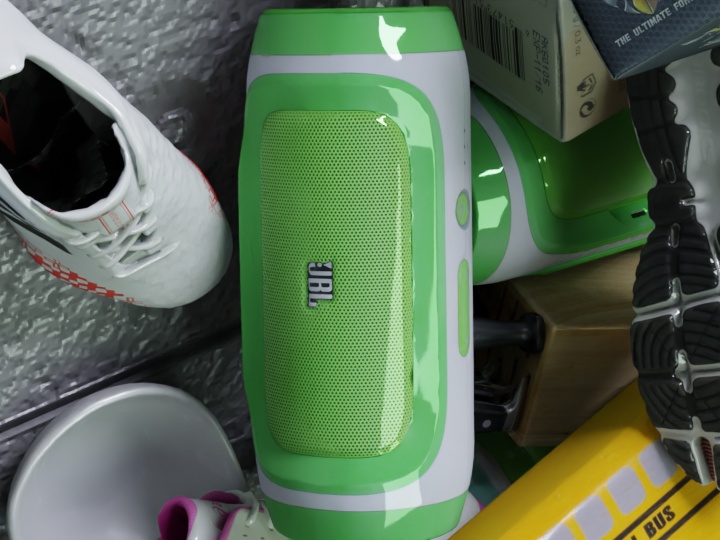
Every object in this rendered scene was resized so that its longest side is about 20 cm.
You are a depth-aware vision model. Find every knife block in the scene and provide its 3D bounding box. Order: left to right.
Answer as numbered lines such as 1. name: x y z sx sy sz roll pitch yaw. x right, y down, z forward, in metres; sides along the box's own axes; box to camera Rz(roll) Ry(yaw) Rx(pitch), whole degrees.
1. knife block: 0.095 0.040 0.876 0.176 0.200 0.064 -43 150 -58

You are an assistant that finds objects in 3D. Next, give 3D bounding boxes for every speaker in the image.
1. speaker: 0.000 0.000 0.764 0.088 0.088 0.200 -7 100 -39
2. speaker: 0.105 -0.052 0.878 0.200 0.088 0.089 -16 129 -34

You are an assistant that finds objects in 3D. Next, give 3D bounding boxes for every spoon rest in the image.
1. spoon rest: -0.076 0.114 0.856 0.099 0.061 0.200 -49 140 -2

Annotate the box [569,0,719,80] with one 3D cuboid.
1. box: 0.185 -0.139 0.656 0.158 0.051 0.200 -23 173 -46

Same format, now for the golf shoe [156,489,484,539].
1. golf shoe: -0.031 0.124 0.819 0.200 0.075 0.092 -25 105 -30

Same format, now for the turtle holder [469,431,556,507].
1. turtle holder: 0.082 0.156 0.941 0.132 0.186 0.141 -29 166 -5

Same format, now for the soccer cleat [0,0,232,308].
1. soccer cleat: -0.099 -0.032 0.708 0.069 0.085 0.200 -47 139 -5

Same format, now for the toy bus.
1. toy bus: 0.117 0.098 0.817 0.200 0.065 0.078 -36 97 -31

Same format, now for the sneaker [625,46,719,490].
1. sneaker: 0.158 -0.014 0.780 0.085 0.077 0.200 -3 93 -50

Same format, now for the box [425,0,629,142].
1. box: 0.130 -0.145 0.827 0.200 0.095 0.078 -29 136 -22
